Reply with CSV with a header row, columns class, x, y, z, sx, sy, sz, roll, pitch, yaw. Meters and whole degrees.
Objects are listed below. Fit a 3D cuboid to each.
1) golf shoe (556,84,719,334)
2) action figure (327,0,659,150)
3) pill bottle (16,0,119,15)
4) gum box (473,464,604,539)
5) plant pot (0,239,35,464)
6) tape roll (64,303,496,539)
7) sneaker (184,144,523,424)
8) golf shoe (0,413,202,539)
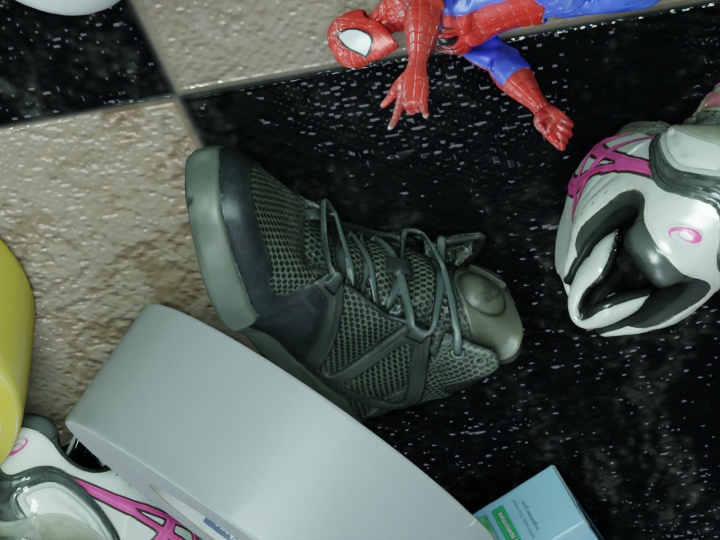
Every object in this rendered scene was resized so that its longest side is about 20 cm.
class,x,y,z,sx,sy,sz,roll,pitch,yaw
golf shoe,0.105,-0.014,0.841,0.092,0.073,0.200,-36,177,-16
action figure,0.080,-0.087,0.784,0.198,0.100,0.065,-11,146,19
pill bottle,-0.046,-0.168,0.663,0.199,0.105,0.104,-30,135,34
gum box,0.056,0.211,1.174,0.199,0.045,0.170,-33,138,4
plant pot,-0.247,0.084,0.935,0.199,0.190,0.202,0,143,0
tape roll,-0.034,0.100,0.967,0.200,0.066,0.200,35,169,8
sneaker,0.000,0.000,0.921,0.113,0.077,0.200,-15,145,16
golf shoe,-0.118,0.123,1.083,0.072,0.093,0.200,2,170,23
